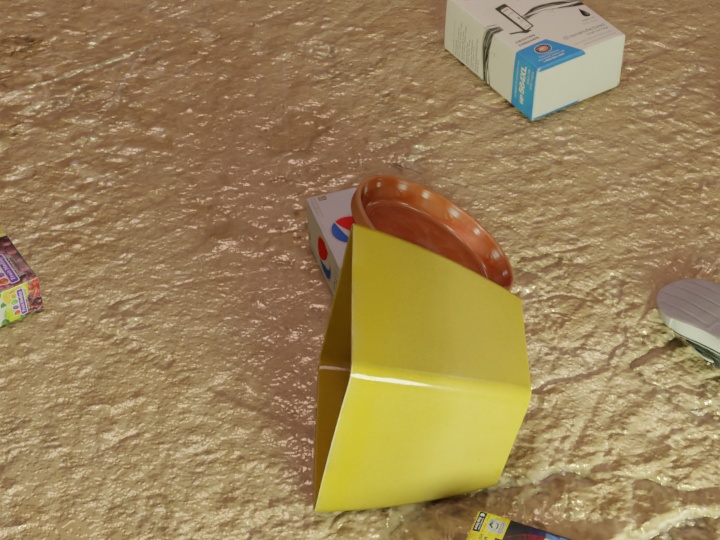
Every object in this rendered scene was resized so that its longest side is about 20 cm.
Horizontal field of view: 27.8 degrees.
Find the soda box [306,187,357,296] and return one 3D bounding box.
[{"bbox_3d":[0.000,0.000,1.573,0.063,0.068,0.201,-14,45,-14],"label":"soda box"}]

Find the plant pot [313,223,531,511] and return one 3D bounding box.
[{"bbox_3d":[0.059,0.102,1.384,0.175,0.201,0.201,8,42,-7],"label":"plant pot"}]

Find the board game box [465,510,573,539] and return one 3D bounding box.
[{"bbox_3d":[0.160,0.323,1.230,0.198,0.062,0.200,16,45,16],"label":"board game box"}]

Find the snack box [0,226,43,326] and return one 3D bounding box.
[{"bbox_3d":[-0.456,-0.006,1.597,0.142,0.053,0.200,-26,49,-23],"label":"snack box"}]

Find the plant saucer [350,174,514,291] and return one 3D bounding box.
[{"bbox_3d":[0.075,-0.028,1.572,0.199,0.032,0.201,27,29,-16],"label":"plant saucer"}]

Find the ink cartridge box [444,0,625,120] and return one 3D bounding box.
[{"bbox_3d":[0.221,-0.298,1.879,0.145,0.085,0.200,-24,48,-23],"label":"ink cartridge box"}]

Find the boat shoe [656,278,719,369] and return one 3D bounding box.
[{"bbox_3d":[0.369,0.072,1.494,0.072,0.071,0.200,-26,27,-8],"label":"boat shoe"}]
